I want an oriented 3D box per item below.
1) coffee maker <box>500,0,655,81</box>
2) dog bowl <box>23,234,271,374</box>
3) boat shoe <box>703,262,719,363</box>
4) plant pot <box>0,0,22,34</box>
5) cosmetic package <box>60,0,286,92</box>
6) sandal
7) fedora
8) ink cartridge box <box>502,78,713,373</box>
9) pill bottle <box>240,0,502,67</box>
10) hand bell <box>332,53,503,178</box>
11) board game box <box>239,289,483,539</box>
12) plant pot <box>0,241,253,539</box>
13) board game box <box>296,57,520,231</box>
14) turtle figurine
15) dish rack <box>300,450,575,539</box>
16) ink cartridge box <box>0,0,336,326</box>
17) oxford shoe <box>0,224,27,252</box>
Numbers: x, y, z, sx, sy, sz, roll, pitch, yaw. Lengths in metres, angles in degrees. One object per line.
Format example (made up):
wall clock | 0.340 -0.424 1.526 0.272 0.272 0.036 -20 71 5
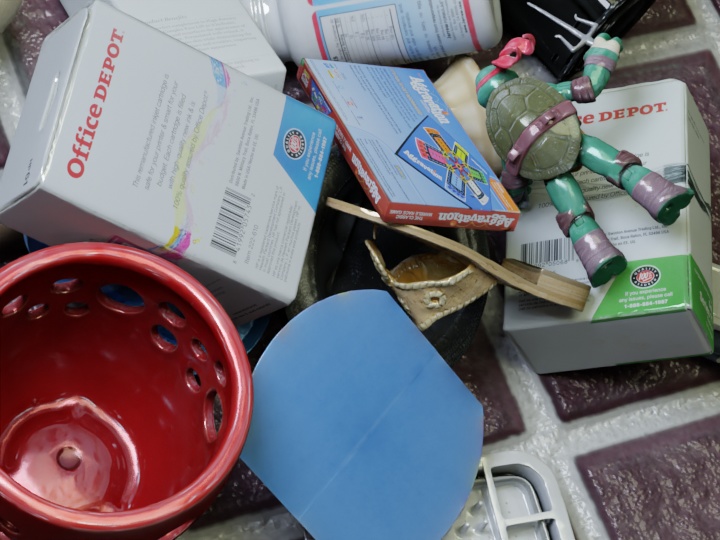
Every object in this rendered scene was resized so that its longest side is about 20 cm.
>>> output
coffee maker | 0.134 -0.257 1.752 0.192 0.135 0.200 -42 80 -10
dog bowl | -0.155 -0.009 1.516 0.200 0.050 0.112 37 81 -25
boat shoe | 0.309 0.053 1.673 0.200 0.062 0.075 20 61 -5
plant pot | -0.343 -0.184 1.523 0.200 0.201 0.184 36 48 2
cosmetic package | -0.145 -0.179 1.605 0.102 0.074 0.200 -10 47 -27
sandal | 0.063 0.013 1.507 0.211 0.078 0.070 18 92 -24
fedora | 0.000 0.000 1.568 0.200 0.092 0.201 10 72 -35
ink cartridge box | 0.191 -0.033 1.630 0.146 0.083 0.200 -7 60 21
pill bottle | 0.003 -0.208 1.648 0.200 0.109 0.109 -8 63 10
hand bell | 0.000 -0.092 1.650 0.200 0.104 0.104 -17 69 -11
board game box | -0.005 0.110 1.482 0.158 0.039 0.200 -50 116 -20
plant pot | -0.187 0.107 1.412 0.200 0.183 0.201 8 61 -15
board game box | 0.032 -0.092 1.531 0.103 0.019 0.200 3 33 -24
turtle figurine | 0.142 -0.094 1.561 0.101 0.150 0.200 -10 55 -50
dish rack | 0.059 0.222 1.515 0.200 0.044 0.172 -6 66 -21
ink cartridge box | -0.132 -0.070 1.440 0.200 0.085 0.145 26 63 -27
oxford shoe | -0.199 -0.035 1.549 0.200 0.073 0.085 -16 75 -23
